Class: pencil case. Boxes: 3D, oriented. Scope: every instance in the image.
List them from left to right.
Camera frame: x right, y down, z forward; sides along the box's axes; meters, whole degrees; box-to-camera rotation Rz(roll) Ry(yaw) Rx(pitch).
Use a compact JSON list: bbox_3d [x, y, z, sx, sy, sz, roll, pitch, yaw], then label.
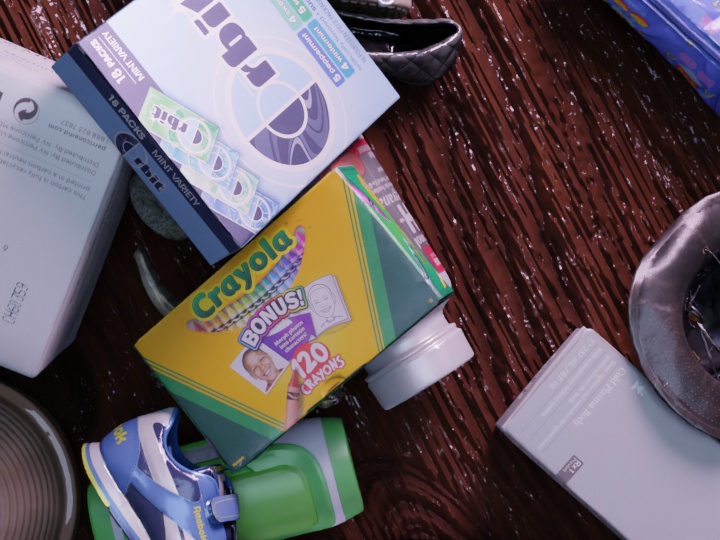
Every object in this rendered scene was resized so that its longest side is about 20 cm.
[{"bbox_3d":[0.244,-0.204,1.233,0.200,0.087,0.078,44,110,2],"label":"pencil case"}]

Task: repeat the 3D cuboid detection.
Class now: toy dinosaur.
[{"bbox_3d":[-0.113,0.070,1.236,0.199,0.048,0.088,33,67,4],"label":"toy dinosaur"}]

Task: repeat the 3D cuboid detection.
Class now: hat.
[{"bbox_3d":[0.287,0.040,1.220,0.199,0.081,0.202,2,77,-10],"label":"hat"}]

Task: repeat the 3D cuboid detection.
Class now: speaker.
[{"bbox_3d":[-0.102,0.172,1.214,0.199,0.088,0.089,-14,88,-1],"label":"speaker"}]

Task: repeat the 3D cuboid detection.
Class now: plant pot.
[{"bbox_3d":[-0.316,0.177,1.207,0.199,0.093,0.203,0,87,-1],"label":"plant pot"}]

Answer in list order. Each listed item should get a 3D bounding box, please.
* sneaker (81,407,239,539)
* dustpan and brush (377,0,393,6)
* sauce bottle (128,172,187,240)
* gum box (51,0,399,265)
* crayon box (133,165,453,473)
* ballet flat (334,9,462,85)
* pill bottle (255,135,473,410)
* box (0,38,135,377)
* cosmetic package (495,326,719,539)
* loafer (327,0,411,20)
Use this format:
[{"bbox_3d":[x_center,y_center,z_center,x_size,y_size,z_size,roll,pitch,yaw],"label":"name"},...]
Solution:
[{"bbox_3d":[-0.115,0.186,1.134,0.082,0.074,0.201,-36,85,-6],"label":"sneaker"},{"bbox_3d":[0.004,-0.270,1.192,0.139,0.057,0.201,5,64,-18],"label":"dustpan and brush"},{"bbox_3d":[-0.094,-0.103,1.193,0.065,0.065,0.200,39,50,1],"label":"sauce bottle"},{"bbox_3d":[-0.087,-0.130,1.102,0.170,0.044,0.200,51,50,-10],"label":"gum box"},{"bbox_3d":[-0.047,0.034,1.134,0.200,0.058,0.119,-41,85,13],"label":"crayon box"},{"bbox_3d":[-0.017,-0.183,1.214,0.199,0.057,0.067,4,50,-23],"label":"ballet flat"},{"bbox_3d":[0.000,0.000,1.208,0.110,0.111,0.201,-31,89,-2],"label":"pill bottle"},{"bbox_3d":[-0.274,-0.059,1.141,0.198,0.131,0.201,22,98,-3],"label":"box"},{"bbox_3d":[0.210,0.146,1.218,0.200,0.090,0.107,40,88,4],"label":"cosmetic package"},{"bbox_3d":[-0.056,-0.240,1.239,0.198,0.076,0.069,9,77,-13],"label":"loafer"}]
